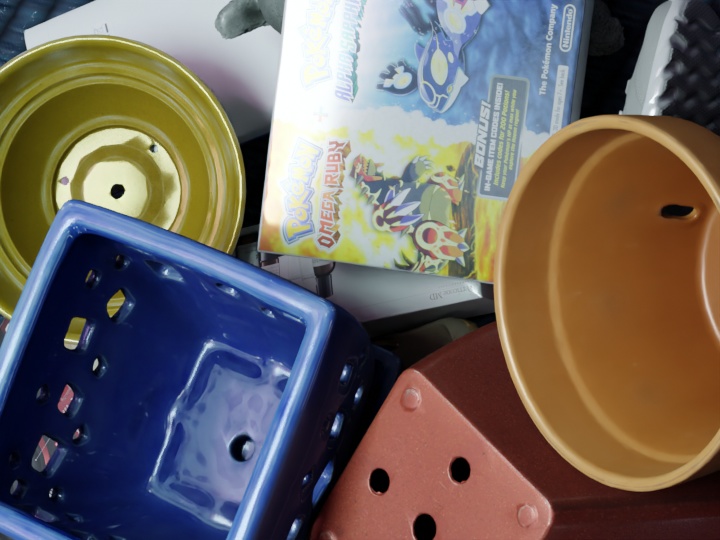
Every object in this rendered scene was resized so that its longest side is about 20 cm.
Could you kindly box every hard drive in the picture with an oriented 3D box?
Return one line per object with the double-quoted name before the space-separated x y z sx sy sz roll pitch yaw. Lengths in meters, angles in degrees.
"hard drive" -0.125 -0.138 1.728 0.199 0.025 0.132 -20 74 17

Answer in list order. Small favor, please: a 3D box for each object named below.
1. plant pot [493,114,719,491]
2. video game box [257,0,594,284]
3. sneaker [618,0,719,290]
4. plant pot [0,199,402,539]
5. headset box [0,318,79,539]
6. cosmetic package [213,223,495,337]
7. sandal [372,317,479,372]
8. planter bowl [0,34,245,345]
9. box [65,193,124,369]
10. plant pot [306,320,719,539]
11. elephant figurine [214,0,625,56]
"plant pot" 0.189 0.011 1.378 0.200 0.140 0.201 12 106 52
"video game box" 0.039 -0.098 1.511 0.181 0.047 0.201 8 97 13
"sneaker" 0.158 -0.066 1.493 0.082 0.075 0.201 20 98 43
"plant pot" -0.097 0.094 1.514 0.199 0.180 0.201 21 87 24
"headset box" -0.222 0.132 1.808 0.149 0.075 0.200 49 118 31
"cosmetic package" 0.000 0.000 1.620 0.199 0.051 0.083 -13 76 31
"sandal" 0.006 0.082 1.617 0.200 0.054 0.081 -33 61 49
"planter bowl" -0.168 -0.053 1.669 0.200 0.083 0.201 0 92 7
"box" -0.149 0.044 1.730 0.200 0.095 0.078 50 135 32
"plant pot" 0.090 0.148 1.474 0.200 0.176 0.200 45 116 33
"elephant figurine" 0.036 -0.152 1.579 0.200 0.141 0.155 50 149 13
